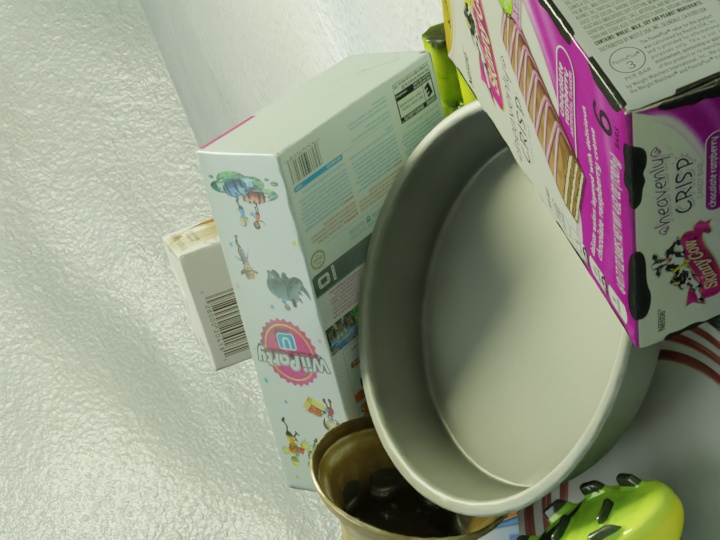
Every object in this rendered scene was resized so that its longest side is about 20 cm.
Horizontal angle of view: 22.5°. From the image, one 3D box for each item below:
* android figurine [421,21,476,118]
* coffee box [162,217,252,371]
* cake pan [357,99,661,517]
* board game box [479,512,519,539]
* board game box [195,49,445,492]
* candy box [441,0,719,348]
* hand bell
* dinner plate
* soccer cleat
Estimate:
[{"bbox_3d":[0.081,-0.036,1.015,0.182,0.041,0.201,-128,20,-64],"label":"android figurine"},{"bbox_3d":[-0.017,-0.013,1.157,0.114,0.199,0.080,-147,38,-76],"label":"coffee box"},{"bbox_3d":[0.071,0.017,0.864,0.200,0.037,0.201,-15,71,51],"label":"cake pan"},{"bbox_3d":[0.116,0.156,0.971,0.200,0.036,0.152,-26,89,58],"label":"board game box"},{"bbox_3d":[0.000,0.000,0.985,0.064,0.147,0.201,2,117,38],"label":"board game box"},{"bbox_3d":[0.092,-0.088,0.742,0.137,0.061,0.200,78,169,-48],"label":"candy box"},{"bbox_3d":[0.014,0.186,0.944,0.104,0.104,0.201,-122,34,-54],"label":"hand bell"},{"bbox_3d":[0.139,0.114,0.830,0.200,0.024,0.201,7,98,56],"label":"dinner plate"},{"bbox_3d":[0.094,0.167,0.843,0.084,0.200,0.065,40,-144,-1],"label":"soccer cleat"}]
